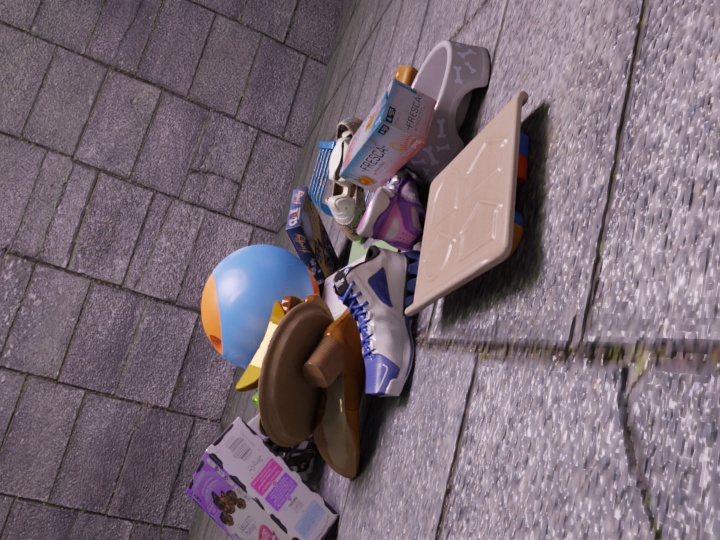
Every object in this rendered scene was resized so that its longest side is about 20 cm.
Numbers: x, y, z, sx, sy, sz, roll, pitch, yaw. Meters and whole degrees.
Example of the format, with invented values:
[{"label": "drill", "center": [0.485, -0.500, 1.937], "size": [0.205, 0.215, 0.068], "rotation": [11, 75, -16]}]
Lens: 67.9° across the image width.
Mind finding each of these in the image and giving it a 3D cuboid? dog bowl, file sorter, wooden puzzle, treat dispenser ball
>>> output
[{"label": "dog bowl", "center": [0.110, -0.234, 0.778], "size": [0.200, 0.057, 0.206], "rotation": [-161, 89, -75]}, {"label": "file sorter", "center": [-0.019, -0.165, 1.022], "size": [0.200, 0.135, 0.126], "rotation": [-132, 58, -73]}, {"label": "wooden puzzle", "center": [0.120, -0.059, 0.574], "size": [0.185, 0.045, 0.205], "rotation": [137, 151, -61]}, {"label": "treat dispenser ball", "center": [-0.161, 0.061, 0.883], "size": [0.201, 0.196, 0.207], "rotation": [-161, 90, -75]}]

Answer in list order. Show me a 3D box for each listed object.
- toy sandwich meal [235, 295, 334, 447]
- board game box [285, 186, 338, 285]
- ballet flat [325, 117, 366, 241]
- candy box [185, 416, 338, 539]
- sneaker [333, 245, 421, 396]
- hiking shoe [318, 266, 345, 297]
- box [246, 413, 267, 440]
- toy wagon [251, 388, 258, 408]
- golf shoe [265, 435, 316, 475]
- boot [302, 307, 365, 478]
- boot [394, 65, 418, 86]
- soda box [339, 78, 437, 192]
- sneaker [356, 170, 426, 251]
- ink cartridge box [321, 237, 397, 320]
[{"label": "toy sandwich meal", "center": [-0.091, 0.129, 0.723], "size": [0.204, 0.068, 0.212], "rotation": [-20, -68, -60]}, {"label": "board game box", "center": [-0.097, -0.053, 1.129], "size": [0.138, 0.034, 0.203], "rotation": [-88, -19, -50]}, {"label": "ballet flat", "center": [-0.026, -0.146, 0.881], "size": [0.075, 0.066, 0.207], "rotation": [-19, -63, -54]}, {"label": "candy box", "center": [-0.149, 0.339, 0.781], "size": [0.071, 0.199, 0.169], "rotation": [-42, -10, -46]}, {"label": "sneaker", "center": [0.012, 0.054, 0.690], "size": [0.080, 0.112, 0.205], "rotation": [140, 145, -64]}, {"label": "hiking shoe", "center": [-0.049, 0.064, 1.010], "size": [0.101, 0.075, 0.201], "rotation": [-46, -7, -36]}, {"label": "box", "center": [-0.124, 0.223, 0.907], "size": [0.199, 0.041, 0.156], "rotation": [-42, -5, -25]}, {"label": "toy wagon", "center": [-0.126, 0.179, 0.979], "size": [0.155, 0.040, 0.200], "rotation": [-41, -6, -31]}, {"label": "golf shoe", "center": [-0.094, 0.289, 0.916], "size": [0.200, 0.095, 0.078], "rotation": [-45, -9, 13]}, {"label": "boot", "center": [-0.010, 0.163, 0.737], "size": [0.144, 0.069, 0.207], "rotation": [-44, -52, -51]}, {"label": "boot", "center": [0.063, -0.278, 0.928], "size": [0.202, 0.069, 0.148], "rotation": [-93, 21, -69]}, {"label": "soda box", "center": [0.031, -0.179, 0.749], "size": [0.200, 0.067, 0.065], "rotation": [149, 141, -69]}, {"label": "sneaker", "center": [0.062, -0.077, 0.748], "size": [0.082, 0.087, 0.200], "rotation": [-64, -5, 25]}, {"label": "ink cartridge box", "center": [0.000, 0.000, 0.854], "size": [0.144, 0.047, 0.205], "rotation": [-29, 44, 45]}]
